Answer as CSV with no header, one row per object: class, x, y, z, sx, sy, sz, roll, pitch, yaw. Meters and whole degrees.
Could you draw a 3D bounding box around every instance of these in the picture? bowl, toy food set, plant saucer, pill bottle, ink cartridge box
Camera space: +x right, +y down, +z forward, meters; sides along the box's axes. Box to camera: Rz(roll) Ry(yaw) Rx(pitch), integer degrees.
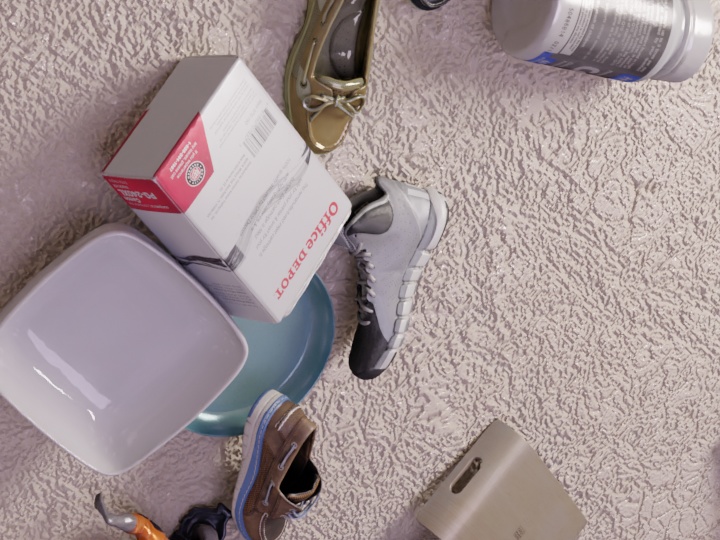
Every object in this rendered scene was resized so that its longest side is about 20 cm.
bowl,-0.226,0.062,1.619,0.200,0.075,0.200,-41,118,9
toy food set,0.158,0.279,1.969,0.144,0.060,0.200,-49,128,-13
plant saucer,-0.119,0.067,1.729,0.198,0.027,0.202,-12,118,-23
pill bottle,0.235,-0.243,1.710,0.198,0.114,0.115,8,110,-30
ink cartridge box,-0.115,-0.071,1.598,0.200,0.083,0.146,52,59,-36

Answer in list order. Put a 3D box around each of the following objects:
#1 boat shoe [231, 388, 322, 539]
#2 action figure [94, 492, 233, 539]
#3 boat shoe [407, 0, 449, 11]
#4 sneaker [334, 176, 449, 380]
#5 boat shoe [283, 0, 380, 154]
boat shoe,-0.080,0.211,1.761,0.072,0.072,0.201,-44,151,-38
action figure,-0.205,0.324,1.766,0.192,0.105,0.202,20,100,-23
boat shoe,0.112,-0.322,1.635,0.074,0.066,0.200,33,96,-36
sneaker,0.000,0.000,1.739,0.115,0.075,0.202,19,94,-28
boat shoe,-0.019,-0.198,1.628,0.072,0.063,0.203,3,112,-29
